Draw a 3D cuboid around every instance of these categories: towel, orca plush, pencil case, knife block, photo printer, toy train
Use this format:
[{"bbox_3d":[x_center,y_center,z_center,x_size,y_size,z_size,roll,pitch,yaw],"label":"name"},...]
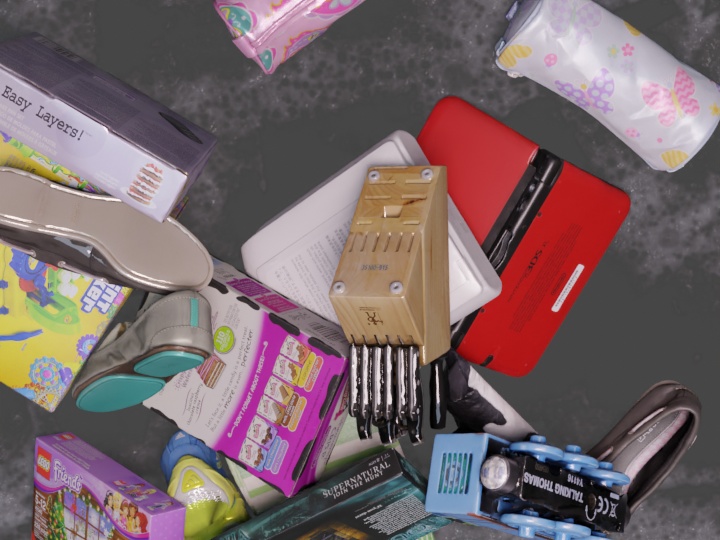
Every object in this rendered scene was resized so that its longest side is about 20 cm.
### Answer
[{"bbox_3d":[-0.020,0.220,1.177,0.152,0.023,0.201,-19,111,6],"label":"towel"},{"bbox_3d":[0.104,0.142,1.143,0.071,0.200,0.105,-46,63,-1],"label":"orca plush"},{"bbox_3d":[0.214,-0.168,1.106,0.200,0.083,0.091,31,95,-8],"label":"pencil case"},{"bbox_3d":[-0.027,-0.254,1.082,0.200,0.087,0.088,-35,101,8],"label":"pencil case"},{"bbox_3d":[0.037,0.037,1.049,0.064,0.200,0.176,1,142,20],"label":"knife block"},{"bbox_3d":[0.000,0.000,1.121,0.200,0.069,0.167,-34,83,21],"label":"photo printer"},{"bbox_3d":[0.150,0.192,1.108,0.200,0.114,0.087,25,69,-44],"label":"toy train"}]

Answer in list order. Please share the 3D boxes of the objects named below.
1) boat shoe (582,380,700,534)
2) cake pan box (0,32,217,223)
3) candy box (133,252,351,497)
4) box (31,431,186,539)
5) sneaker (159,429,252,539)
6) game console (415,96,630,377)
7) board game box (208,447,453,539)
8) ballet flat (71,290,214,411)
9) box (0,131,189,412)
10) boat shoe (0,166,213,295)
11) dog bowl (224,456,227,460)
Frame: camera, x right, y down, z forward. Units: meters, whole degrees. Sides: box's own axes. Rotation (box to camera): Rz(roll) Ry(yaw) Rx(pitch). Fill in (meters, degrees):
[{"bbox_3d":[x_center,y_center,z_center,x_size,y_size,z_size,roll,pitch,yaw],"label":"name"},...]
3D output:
[{"bbox_3d":[0.243,0.189,1.198,0.067,0.057,0.200,35,101,-9],"label":"boat shoe"},{"bbox_3d":[-0.222,-0.126,1.060,0.200,0.184,0.052,30,101,-8],"label":"cake pan box"},{"bbox_3d":[-0.103,0.082,1.104,0.200,0.061,0.137,29,107,20],"label":"candy box"},{"bbox_3d":[-0.231,0.243,1.154,0.039,0.200,0.137,-6,107,-42],"label":"box"},{"bbox_3d":[-0.140,0.218,1.195,0.075,0.105,0.200,-13,141,-9],"label":"sneaker"},{"bbox_3d":[0.116,-0.028,1.173,0.172,0.119,0.200,20,105,-37],"label":"game console"},{"bbox_3d":[-0.031,0.229,1.115,0.200,0.028,0.135,-27,145,9],"label":"board game box"},{"bbox_3d":[-0.178,0.065,1.059,0.067,0.200,0.064,13,64,-33],"label":"ballet flat"},{"bbox_3d":[-0.286,-0.023,1.116,0.192,0.122,0.200,33,100,-8],"label":"box"},{"bbox_3d":[-0.216,-0.028,1.034,0.199,0.057,0.067,21,66,-10],"label":"boat shoe"},{"bbox_3d":[-0.082,0.148,1.196,0.111,0.050,0.200,-32,102,7],"label":"dog bowl"}]
